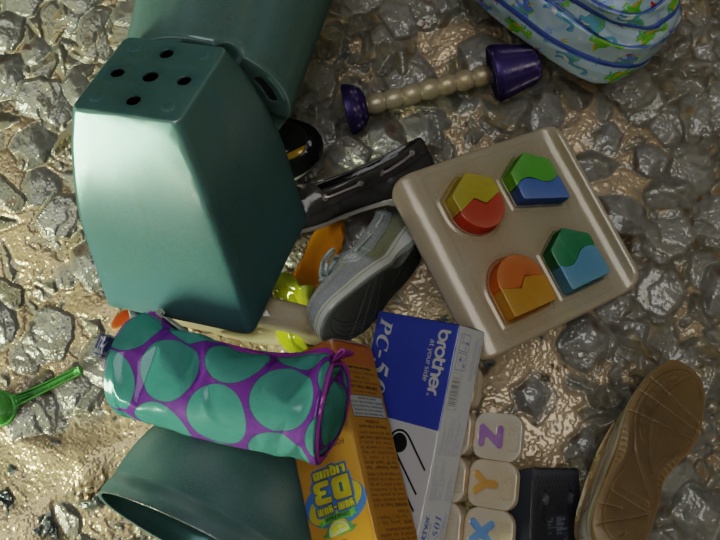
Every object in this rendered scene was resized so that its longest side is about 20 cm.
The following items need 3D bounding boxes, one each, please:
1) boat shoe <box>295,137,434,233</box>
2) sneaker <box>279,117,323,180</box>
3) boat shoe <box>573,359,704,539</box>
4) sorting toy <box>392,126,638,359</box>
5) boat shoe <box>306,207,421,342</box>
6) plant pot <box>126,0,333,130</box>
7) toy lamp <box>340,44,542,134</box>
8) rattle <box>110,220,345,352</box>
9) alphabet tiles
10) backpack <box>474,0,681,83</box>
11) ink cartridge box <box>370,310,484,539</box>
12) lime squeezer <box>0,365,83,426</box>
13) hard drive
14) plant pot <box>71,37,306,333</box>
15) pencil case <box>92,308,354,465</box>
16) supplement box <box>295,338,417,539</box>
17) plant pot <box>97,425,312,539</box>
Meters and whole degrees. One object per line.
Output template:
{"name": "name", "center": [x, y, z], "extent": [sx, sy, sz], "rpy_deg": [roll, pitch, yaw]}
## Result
{"name": "boat shoe", "center": [-0.021, -0.079, 0.887], "extent": [0.198, 0.067, 0.058], "rpy_deg": [-17, 106, -13]}
{"name": "sneaker", "center": [-0.137, -0.124, 0.878], "extent": [0.198, 0.090, 0.071], "rpy_deg": [3, 80, 5]}
{"name": "boat shoe", "center": [0.248, 0.169, 0.836], "extent": [0.074, 0.069, 0.200], "rpy_deg": [38, 64, 0]}
{"name": "sorting toy", "center": [0.152, -0.035, 0.862], "extent": [0.199, 0.036, 0.186], "rpy_deg": [-22, 79, -24]}
{"name": "boat shoe", "center": [0.001, -0.002, 0.841], "extent": [0.064, 0.202, 0.075], "rpy_deg": [26, 128, 15]}
{"name": "plant pot", "center": [-0.112, -0.237, 0.802], "extent": [0.198, 0.201, 0.198], "rpy_deg": [10, 67, 6]}
{"name": "toy lamp", "center": [0.082, -0.185, 0.918], "extent": [0.198, 0.058, 0.059], "rpy_deg": [-12, 80, 5]}
{"name": "rattle", "center": [-0.118, 0.001, 0.854], "extent": [0.198, 0.130, 0.144], "rpy_deg": [12, 92, -9]}
{"name": "alphabet tiles", "center": [0.057, 0.183, 0.821], "extent": [0.194, 0.015, 0.202], "rpy_deg": [-1, 77, 43]}
{"name": "backpack", "center": [0.211, -0.274, 0.883], "extent": [0.163, 0.154, 0.201], "rpy_deg": [-40, 93, -32]}
{"name": "ink cartridge box", "center": [0.042, 0.143, 0.805], "extent": [0.093, 0.044, 0.202], "rpy_deg": [7, 82, 41]}
{"name": "lime squeezer", "center": [-0.375, 0.135, 0.901], "extent": [0.198, 0.071, 0.038], "rpy_deg": [-18, 60, -28]}
{"name": "hard drive", "center": [0.157, 0.275, 0.800], "extent": [0.042, 0.135, 0.202], "rpy_deg": [-5, 77, 31]}
{"name": "plant pot", "center": [-0.145, -0.077, 0.743], "extent": [0.140, 0.201, 0.142], "rpy_deg": [9, 50, 16]}
{"name": "pencil case", "center": [-0.107, 0.089, 0.727], "extent": [0.198, 0.085, 0.093], "rpy_deg": [11, 85, 18]}
{"name": "supplement box", "center": [-0.010, 0.163, 0.763], "extent": [0.066, 0.069, 0.202], "rpy_deg": [-25, 68, 26]}
{"name": "plant pot", "center": [-0.111, 0.185, 0.815], "extent": [0.199, 0.201, 0.135], "rpy_deg": [23, 64, 8]}
